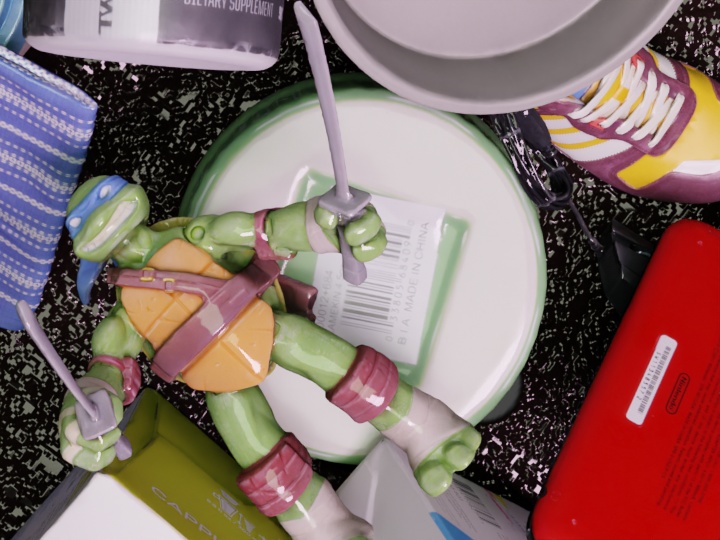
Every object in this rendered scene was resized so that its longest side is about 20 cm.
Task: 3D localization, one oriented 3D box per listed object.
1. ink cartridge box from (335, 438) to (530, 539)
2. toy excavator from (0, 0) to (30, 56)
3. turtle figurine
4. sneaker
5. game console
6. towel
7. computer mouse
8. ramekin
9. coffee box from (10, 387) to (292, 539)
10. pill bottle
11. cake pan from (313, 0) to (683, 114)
[{"bbox_3d":[0.078,0.170,0.724,0.199,0.115,0.068,31,105,-39],"label":"ink cartridge box"},{"bbox_3d":[-0.243,-0.169,0.684,0.194,0.200,0.100,42,92,10],"label":"toy excavator"},{"bbox_3d":[-0.043,0.038,0.605,0.194,0.200,0.144,45,57,-12],"label":"turtle figurine"},{"bbox_3d":[0.119,-0.089,0.754,0.198,0.090,0.076,23,93,-3],"label":"sneaker"},{"bbox_3d":[0.175,0.108,0.732,0.171,0.119,0.201,29,59,4],"label":"game console"},{"bbox_3d":[-0.208,-0.048,0.712,0.144,0.200,0.024,26,53,-5],"label":"towel"},{"bbox_3d":[0.123,-0.024,0.745,0.034,0.059,0.200,-25,126,26],"label":"computer mouse"},{"bbox_3d":[0.000,0.000,0.753,0.198,0.098,0.203,0,94,-2],"label":"ramekin"},{"bbox_3d":[-0.099,0.206,0.715,0.199,0.200,0.198,42,92,-5],"label":"coffee box"},{"bbox_3d":[-0.077,-0.185,0.599,0.105,0.106,0.202,4,95,-2],"label":"pill bottle"},{"bbox_3d":[0.064,-0.166,0.641,0.198,0.037,0.202,-10,124,-15],"label":"cake pan"}]
